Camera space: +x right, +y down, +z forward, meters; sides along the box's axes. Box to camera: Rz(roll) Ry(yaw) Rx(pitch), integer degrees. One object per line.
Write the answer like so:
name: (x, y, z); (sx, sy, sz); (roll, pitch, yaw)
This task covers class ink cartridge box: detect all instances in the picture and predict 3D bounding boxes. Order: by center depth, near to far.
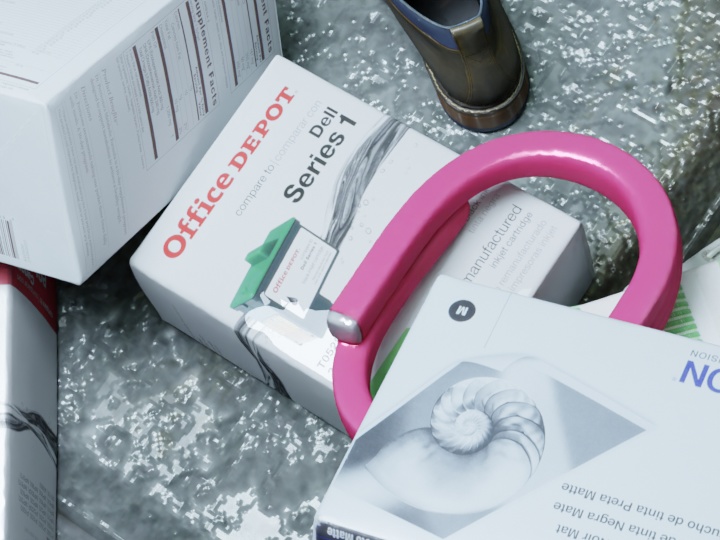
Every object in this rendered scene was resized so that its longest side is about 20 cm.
ink cartridge box: (0.086, 0.108, 1.024); (0.198, 0.041, 0.201); (14, 57, 20)
ink cartridge box: (0.000, 0.000, 1.250); (0.199, 0.084, 0.147); (30, 76, 20)
ink cartridge box: (-0.242, 0.079, 1.268); (0.146, 0.083, 0.202); (-7, 66, 8)

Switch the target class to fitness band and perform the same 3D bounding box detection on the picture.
fitness band: (0.070, 0.017, 1.141); (0.143, 0.038, 0.200); (22, 62, 28)

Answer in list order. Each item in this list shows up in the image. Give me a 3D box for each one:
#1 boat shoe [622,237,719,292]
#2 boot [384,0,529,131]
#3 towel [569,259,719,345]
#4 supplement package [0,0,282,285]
boat shoe: (0.153, 0.035, 1.213); (0.199, 0.072, 0.066); (-36, 56, -1)
boot: (0.033, -0.179, 1.309); (0.074, 0.097, 0.201); (-29, 66, -2)
towel: (0.144, 0.065, 1.121); (0.199, 0.023, 0.153); (-17, 51, 2)
supplement package: (-0.140, -0.101, 1.253); (0.113, 0.110, 0.200); (16, 41, 28)
